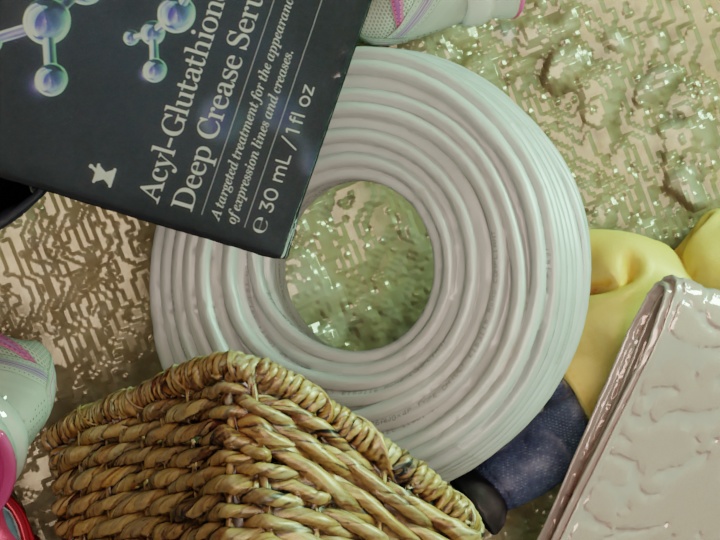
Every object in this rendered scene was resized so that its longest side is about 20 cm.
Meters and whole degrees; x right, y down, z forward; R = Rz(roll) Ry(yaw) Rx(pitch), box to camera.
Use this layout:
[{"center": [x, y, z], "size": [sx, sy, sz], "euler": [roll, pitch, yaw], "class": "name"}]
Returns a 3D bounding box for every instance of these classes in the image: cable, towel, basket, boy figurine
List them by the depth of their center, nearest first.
[{"center": [-0.034, 0.121, 1.280], "size": [0.142, 0.200, 0.150], "euler": [3, 75, -29], "class": "basket"}, {"center": [0.000, 0.000, 1.322], "size": [0.200, 0.069, 0.200], "euler": [-30, 77, 15], "class": "cable"}, {"center": [0.179, 0.117, 1.370], "size": [0.199, 0.032, 0.192], "euler": [21, 101, -25], "class": "towel"}, {"center": [0.116, 0.031, 1.375], "size": [0.200, 0.064, 0.124], "euler": [-37, 98, -3], "class": "boy figurine"}]

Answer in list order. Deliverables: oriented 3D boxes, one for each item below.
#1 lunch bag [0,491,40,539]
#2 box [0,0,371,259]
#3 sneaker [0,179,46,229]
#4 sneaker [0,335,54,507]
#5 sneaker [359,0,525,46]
[{"center": [-0.200, 0.191, 1.345], "size": [0.175, 0.082, 0.201], "euler": [-7, 94, -11], "class": "lunch bag"}, {"center": [-0.106, -0.112, 1.219], "size": [0.199, 0.107, 0.149], "euler": [16, 103, -14], "class": "box"}, {"center": [-0.136, -0.077, 1.322], "size": [0.075, 0.085, 0.200], "euler": [42, 89, -9], "class": "sneaker"}, {"center": [-0.219, 0.042, 1.314], "size": [0.199, 0.088, 0.082], "euler": [24, 121, 17], "class": "sneaker"}, {"center": [-0.006, -0.185, 1.331], "size": [0.088, 0.081, 0.200], "euler": [-28, 97, -5], "class": "sneaker"}]
